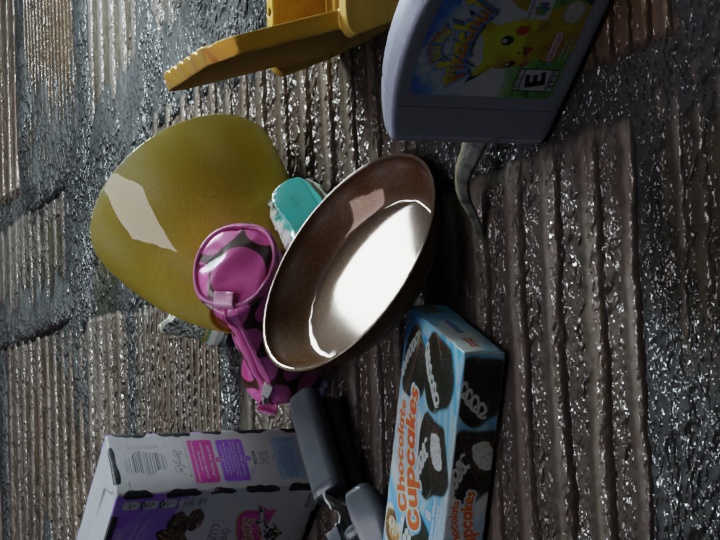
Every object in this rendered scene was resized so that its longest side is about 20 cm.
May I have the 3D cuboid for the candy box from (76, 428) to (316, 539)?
[{"bbox_3d":[-0.152,0.228,1.827,0.168,0.199,0.072,110,150,-44],"label":"candy box"}]

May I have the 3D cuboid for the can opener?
[{"bbox_3d":[-0.007,0.177,1.681,0.067,0.053,0.200,-39,46,23],"label":"can opener"}]

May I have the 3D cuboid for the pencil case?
[{"bbox_3d":[-0.089,0.045,1.722,0.094,0.091,0.200,-63,-26,-24],"label":"pencil case"}]

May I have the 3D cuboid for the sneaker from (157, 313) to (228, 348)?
[{"bbox_3d":[-0.182,-0.017,2.062,0.077,0.088,0.201,153,115,-67],"label":"sneaker"}]

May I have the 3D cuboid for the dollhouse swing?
[{"bbox_3d":[-0.068,-0.248,1.639,0.200,0.175,0.182,169,100,-70],"label":"dollhouse swing"}]

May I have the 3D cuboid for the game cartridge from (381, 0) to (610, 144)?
[{"bbox_3d":[0.088,-0.160,1.285,0.200,0.133,0.041,111,155,-45],"label":"game cartridge"}]

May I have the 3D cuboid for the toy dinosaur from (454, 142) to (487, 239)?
[{"bbox_3d":[0.086,-0.124,1.420,0.200,0.047,0.088,104,148,-41],"label":"toy dinosaur"}]

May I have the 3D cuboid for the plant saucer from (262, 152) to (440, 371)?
[{"bbox_3d":[0.000,0.000,1.558,0.200,0.037,0.201,-36,34,30],"label":"plant saucer"}]

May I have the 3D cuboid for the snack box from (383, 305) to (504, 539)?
[{"bbox_3d":[0.062,0.138,1.492,0.116,0.037,0.201,-140,53,-64],"label":"snack box"}]

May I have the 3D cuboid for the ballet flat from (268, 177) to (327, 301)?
[{"bbox_3d":[-0.026,-0.011,1.707,0.200,0.072,0.072,-116,32,-52],"label":"ballet flat"}]

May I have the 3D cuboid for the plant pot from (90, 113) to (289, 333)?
[{"bbox_3d":[-0.132,-0.024,1.823,0.142,0.200,0.200,51,140,34],"label":"plant pot"}]
